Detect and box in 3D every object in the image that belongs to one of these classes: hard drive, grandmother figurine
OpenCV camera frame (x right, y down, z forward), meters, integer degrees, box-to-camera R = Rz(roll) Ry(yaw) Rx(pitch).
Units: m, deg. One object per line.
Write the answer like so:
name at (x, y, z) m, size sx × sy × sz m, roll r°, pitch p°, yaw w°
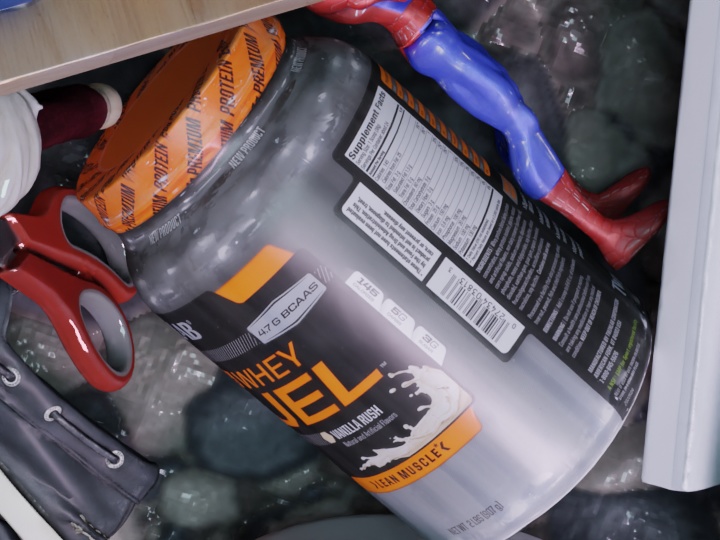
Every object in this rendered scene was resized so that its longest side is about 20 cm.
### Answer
hard drive at (0.158, -0.025, 1.129) m, size 0.132 × 0.027 × 0.202 m, roll -9°, pitch 108°, yaw -52°
grandmother figurine at (-0.140, -0.053, 1.009) m, size 0.120 × 0.200 × 0.061 m, roll -9°, pitch 103°, yaw -9°

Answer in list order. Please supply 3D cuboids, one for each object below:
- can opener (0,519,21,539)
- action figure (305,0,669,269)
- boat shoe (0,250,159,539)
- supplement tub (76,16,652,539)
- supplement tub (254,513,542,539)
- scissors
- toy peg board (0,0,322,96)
can opener at (-0.203, 0.172, 1.124) m, size 0.199 × 0.079 × 0.063 m, roll -30°, pitch 144°, yaw -1°
action figure at (0.048, -0.101, 1.110) m, size 0.200 × 0.065 × 0.099 m, roll 36°, pitch 99°, yaw -17°
boat shoe at (-0.142, 0.021, 1.090) m, size 0.066 × 0.074 × 0.200 m, roll -37°, pitch 104°, yaw -7°
supplement tub at (0.000, 0.000, 1.090) m, size 0.200 × 0.123 × 0.123 m, roll 40°, pitch 91°, yaw -16°
supplement tub at (0.014, 0.205, 1.123) m, size 0.143 × 0.144 × 0.202 m, roll 0°, pitch 101°, yaw -12°
scissors at (-0.128, -0.015, 1.040) m, size 0.014 × 0.200 × 0.074 m, roll -14°, pitch 64°, yaw 22°
toy peg board at (-0.071, -0.178, 0.903) m, size 0.198 × 0.098 × 0.201 m, roll -17°, pitch 82°, yaw -16°
